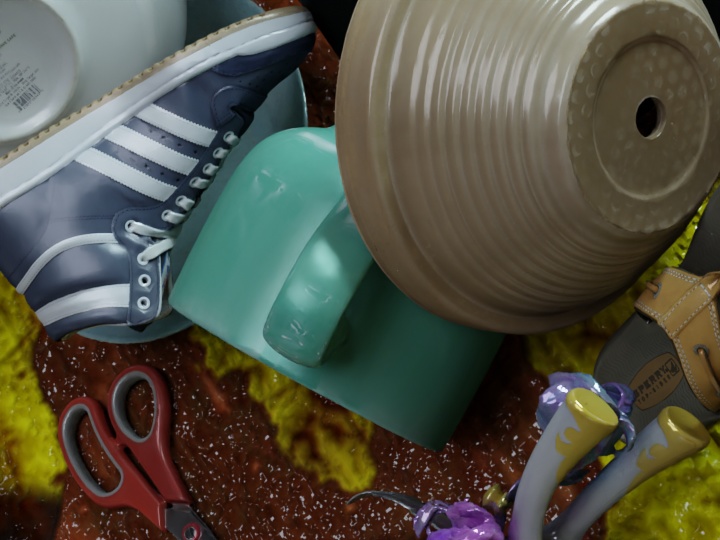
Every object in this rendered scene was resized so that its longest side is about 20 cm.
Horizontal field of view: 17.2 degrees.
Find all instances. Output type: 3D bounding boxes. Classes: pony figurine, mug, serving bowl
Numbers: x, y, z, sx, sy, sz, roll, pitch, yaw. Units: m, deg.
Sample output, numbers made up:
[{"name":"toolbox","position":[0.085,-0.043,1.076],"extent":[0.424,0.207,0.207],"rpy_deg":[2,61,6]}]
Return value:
[{"name":"pony figurine","position":[0.076,0.141,1.046],"extent":[0.193,0.166,0.200],"rpy_deg":[39,118,9]},{"name":"mug","position":[0.006,0.003,1.116],"extent":[0.115,0.152,0.185],"rpy_deg":[-61,27,0]},{"name":"serving bowl","position":[-0.185,-0.117,1.203],"extent":[0.200,0.200,0.066],"rpy_deg":[-42,27,15]}]

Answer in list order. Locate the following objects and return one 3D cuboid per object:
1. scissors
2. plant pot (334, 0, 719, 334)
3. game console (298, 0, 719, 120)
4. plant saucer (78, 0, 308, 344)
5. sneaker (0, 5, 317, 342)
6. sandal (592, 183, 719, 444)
[{"name":"scissors","position":[-0.097,0.134,1.238],"extent":[0.073,0.014,0.200],"rpy_deg":[-40,60,13]},{"name":"plant pot","position":[0.094,-0.068,1.023],"extent":[0.093,0.200,0.202],"rpy_deg":[13,83,52]},{"name":"game console","position":[0.065,-0.160,1.139],"extent":[0.176,0.200,0.116],"rpy_deg":[-39,19,-7]},{"name":"plant saucer","position":[-0.104,-0.055,1.280],"extent":[0.200,0.039,0.202],"rpy_deg":[-10,70,30]},{"name":"sneaker","position":[-0.091,-0.042,1.170],"extent":[0.199,0.070,0.109],"rpy_deg":[-30,89,6]},{"name":"sandal","position":[0.142,0.025,1.031],"extent":[0.082,0.054,0.200],"rpy_deg":[61,148,15]}]
